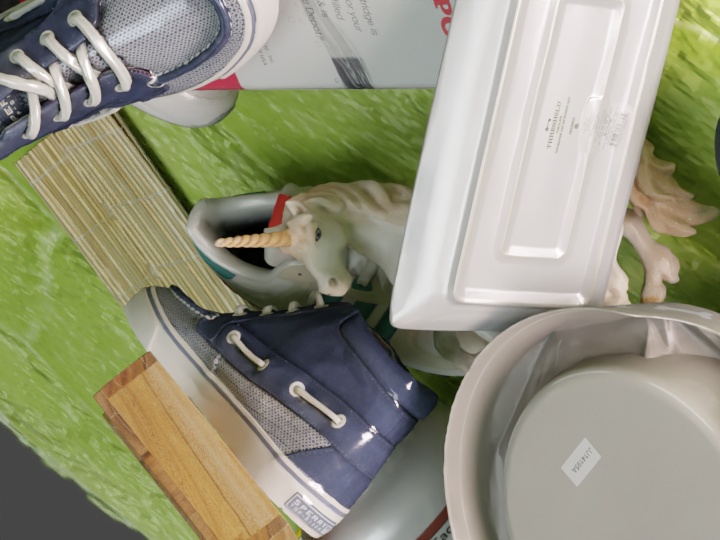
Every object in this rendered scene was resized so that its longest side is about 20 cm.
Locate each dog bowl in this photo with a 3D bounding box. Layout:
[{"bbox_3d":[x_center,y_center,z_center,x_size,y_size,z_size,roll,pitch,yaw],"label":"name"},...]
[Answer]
[{"bbox_3d":[0.128,0.104,0.971,0.200,0.059,0.200,16,115,40],"label":"dog bowl"}]

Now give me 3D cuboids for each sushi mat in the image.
[{"bbox_3d":[-0.112,0.001,1.280,0.096,0.012,0.200,-21,109,47],"label":"sushi mat"}]

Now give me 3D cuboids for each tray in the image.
[{"bbox_3d":[0.081,-0.063,0.961,0.022,0.107,0.200,41,124,57],"label":"tray"},{"bbox_3d":[-0.069,0.105,1.064,0.099,0.037,0.200,50,174,12],"label":"tray"}]

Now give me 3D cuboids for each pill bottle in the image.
[{"bbox_3d":[0.042,0.140,1.177,0.200,0.112,0.112,44,140,-16],"label":"pill bottle"}]

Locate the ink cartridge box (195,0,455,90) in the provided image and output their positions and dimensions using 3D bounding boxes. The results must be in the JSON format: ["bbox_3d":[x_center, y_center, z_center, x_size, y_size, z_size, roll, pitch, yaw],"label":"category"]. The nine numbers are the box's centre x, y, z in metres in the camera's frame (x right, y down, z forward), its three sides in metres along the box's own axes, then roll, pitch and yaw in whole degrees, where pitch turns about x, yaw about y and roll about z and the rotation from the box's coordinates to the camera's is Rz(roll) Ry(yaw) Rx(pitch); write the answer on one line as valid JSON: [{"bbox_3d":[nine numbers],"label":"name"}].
[{"bbox_3d":[-0.013,-0.162,1.015,0.200,0.083,0.145,3,125,37],"label":"ink cartridge box"}]

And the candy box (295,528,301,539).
[{"bbox_3d":[0.040,0.216,1.329,0.200,0.026,0.102,40,136,3],"label":"candy box"}]

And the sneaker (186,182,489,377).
[{"bbox_3d":[0.000,0.000,1.123,0.200,0.070,0.093,11,166,35],"label":"sneaker"}]

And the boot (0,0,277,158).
[{"bbox_3d":[-0.126,-0.091,1.023,0.200,0.090,0.073,-15,113,48],"label":"boot"}]

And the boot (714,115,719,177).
[{"bbox_3d":[0.264,-0.022,0.918,0.200,0.076,0.168,46,143,-14],"label":"boot"}]

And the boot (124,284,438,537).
[{"bbox_3d":[-0.039,0.044,1.115,0.073,0.090,0.200,43,-179,-44],"label":"boot"}]

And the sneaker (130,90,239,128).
[{"bbox_3d":[-0.115,-0.159,1.109,0.080,0.070,0.200,-19,110,42],"label":"sneaker"}]

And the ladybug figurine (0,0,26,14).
[{"bbox_3d":[-0.209,-0.135,1.200,0.200,0.072,0.136,6,126,34],"label":"ladybug figurine"}]

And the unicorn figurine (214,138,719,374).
[{"bbox_3d":[0.053,-0.009,1.053,0.137,0.200,0.074,56,176,1],"label":"unicorn figurine"}]
